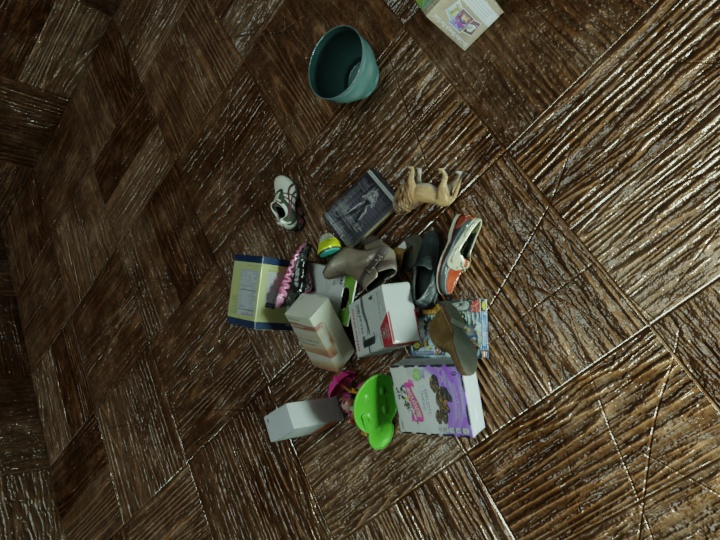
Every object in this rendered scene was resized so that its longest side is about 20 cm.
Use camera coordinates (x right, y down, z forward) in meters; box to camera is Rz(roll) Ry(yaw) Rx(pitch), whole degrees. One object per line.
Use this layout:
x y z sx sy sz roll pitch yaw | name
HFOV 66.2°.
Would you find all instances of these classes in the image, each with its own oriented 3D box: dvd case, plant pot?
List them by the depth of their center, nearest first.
0.002 -0.169 1.524 0.200 0.016 0.149 -43 59 9 | dvd case
-0.030 -0.560 1.553 0.198 0.133 0.203 -6 81 39 | plant pot

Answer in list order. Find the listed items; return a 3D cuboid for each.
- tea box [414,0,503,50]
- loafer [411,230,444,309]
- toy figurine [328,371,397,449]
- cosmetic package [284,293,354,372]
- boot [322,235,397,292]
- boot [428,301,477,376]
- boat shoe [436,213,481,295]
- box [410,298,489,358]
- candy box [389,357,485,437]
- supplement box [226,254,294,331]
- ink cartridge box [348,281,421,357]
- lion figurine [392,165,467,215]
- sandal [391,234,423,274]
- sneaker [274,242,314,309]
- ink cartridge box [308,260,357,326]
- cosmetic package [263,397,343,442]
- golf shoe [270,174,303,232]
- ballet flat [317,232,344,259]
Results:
0.211 -0.678 1.332 0.133 0.199 0.198 -39 64 28 | tea box
0.163 -0.007 1.347 0.067 0.070 0.203 -2 69 33 | loafer
-0.007 0.346 1.455 0.183 0.149 0.203 12 116 52 | toy figurine
-0.107 0.168 1.485 0.102 0.087 0.202 5 132 41 | cosmetic package
0.000 0.000 1.413 0.199 0.070 0.147 -38 44 13 | boot
0.205 0.167 1.239 0.075 0.073 0.201 -44 32 25 | boot
0.236 -0.035 1.322 0.062 0.071 0.203 17 91 35 | boat shoe
0.211 0.143 1.335 0.198 0.040 0.139 -8 79 38 | box
0.178 0.296 1.301 0.198 0.071 0.170 -9 93 38 | candy box
-0.264 0.067 1.621 0.133 0.199 0.203 6 87 42 | supplement box
0.055 0.128 1.386 0.200 0.083 0.146 -36 62 59 | ink cartridge box
0.170 -0.195 1.391 0.198 0.072 0.124 10 98 35 | lion figurine
0.083 -0.030 1.446 0.198 0.054 0.083 -24 71 28 | sandal
-0.167 0.022 1.544 0.079 0.094 0.202 148 144 -79 | sneaker
-0.079 0.066 1.556 0.198 0.075 0.150 14 93 35 | ink cartridge box
-0.149 0.399 1.490 0.101 0.199 0.072 -35 64 30 | cosmetic package
-0.236 -0.218 1.708 0.077 0.088 0.202 -35 63 32 | golf shoe
-0.082 -0.066 1.500 0.066 0.200 0.068 -21 80 7 | ballet flat
